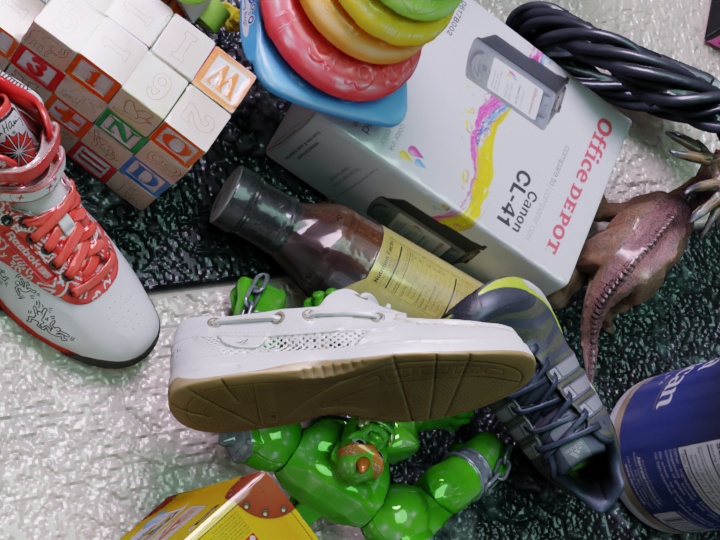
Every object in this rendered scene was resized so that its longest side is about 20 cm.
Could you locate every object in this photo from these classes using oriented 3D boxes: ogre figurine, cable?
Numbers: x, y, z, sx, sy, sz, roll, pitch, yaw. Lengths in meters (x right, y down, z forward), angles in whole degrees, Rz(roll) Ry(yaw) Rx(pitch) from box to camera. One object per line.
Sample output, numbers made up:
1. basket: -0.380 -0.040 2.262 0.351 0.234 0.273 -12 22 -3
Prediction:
1. ogre figurine: -0.004 0.097 0.831 0.200 0.098 0.120 49 41 -24
2. cable: 0.191 -0.129 0.952 0.200 0.163 0.051 22 103 -10

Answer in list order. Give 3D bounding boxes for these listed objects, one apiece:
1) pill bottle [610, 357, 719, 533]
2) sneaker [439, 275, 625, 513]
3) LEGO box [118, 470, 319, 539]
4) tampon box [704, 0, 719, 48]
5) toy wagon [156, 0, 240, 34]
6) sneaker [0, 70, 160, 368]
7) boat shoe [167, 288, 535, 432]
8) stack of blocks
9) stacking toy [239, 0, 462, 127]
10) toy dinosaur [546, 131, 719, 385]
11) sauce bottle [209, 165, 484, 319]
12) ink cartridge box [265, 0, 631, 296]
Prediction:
1. pill bottle: 0.258 0.106 0.897 0.111 0.200 0.111 8 73 -26
2. sneaker: 0.114 0.077 0.850 0.074 0.081 0.200 -38 132 6
3. LEGO box: -0.122 0.198 0.704 0.200 0.149 0.077 -40 96 -29
4. tampon box: 0.382 -0.255 1.105 0.150 0.126 0.200 24 67 -19
5. toy wagon: -0.138 -0.190 0.806 0.040 0.155 0.200 -52 131 -2
6. sneaker: -0.177 -0.029 0.762 0.201 0.108 0.067 47 61 -9
7. boat shoe: -0.006 0.040 0.763 0.200 0.071 0.069 -2 52 -7
8. stack of blocks: -0.172 -0.130 0.790 0.200 0.115 0.059 37 63 -13
9. stacking toy: 0.027 -0.169 0.753 0.110 0.200 0.116 13 65 -31
10. toy dinosaur: 0.192 -0.020 0.935 0.086 0.136 0.200 41 62 -12
11. sauce bottle: 0.000 0.000 0.874 0.200 0.066 0.066 29 65 -15
12. ink cartridge box: 0.062 -0.088 0.917 0.200 0.086 0.148 33 63 -14
